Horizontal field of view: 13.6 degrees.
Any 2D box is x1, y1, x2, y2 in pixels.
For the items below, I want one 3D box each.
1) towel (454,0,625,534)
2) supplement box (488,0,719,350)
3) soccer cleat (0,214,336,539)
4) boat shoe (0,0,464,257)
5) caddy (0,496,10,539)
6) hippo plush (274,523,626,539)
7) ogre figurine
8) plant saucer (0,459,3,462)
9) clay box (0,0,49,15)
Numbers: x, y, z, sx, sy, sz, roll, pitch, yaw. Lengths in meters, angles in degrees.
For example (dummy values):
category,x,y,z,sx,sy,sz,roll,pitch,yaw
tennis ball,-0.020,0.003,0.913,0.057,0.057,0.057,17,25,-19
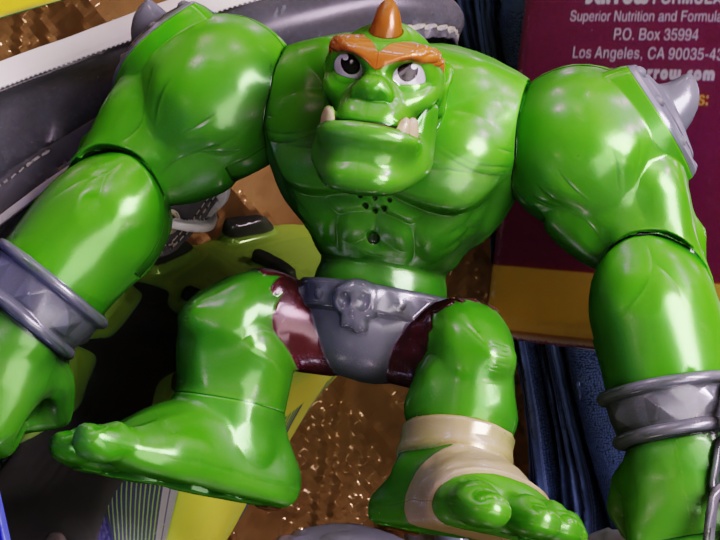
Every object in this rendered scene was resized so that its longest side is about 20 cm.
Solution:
category,x,y,z,sx,sy,sz,roll,pitch,yaw
towel,0.082,-0.021,0.866,0.111,0.048,0.201,-26,111,-38
supplement box,0.119,-0.071,0.790,0.131,0.103,0.201,10,86,-46
soccer cleat,-0.061,0.063,0.790,0.200,0.065,0.084,-50,149,-37
boat shoe,-0.062,-0.030,0.787,0.199,0.072,0.068,-21,82,-12
caddy,-0.155,0.056,0.682,0.141,0.105,0.201,-15,72,5
hippo plush,0.046,0.111,0.816,0.200,0.161,0.160,7,112,-43
ogre figurine,0.000,0.000,0.723,0.098,0.199,0.120,26,71,-60
plant saucer,-0.104,0.072,0.789,0.200,0.019,0.070,-44,117,-34
clay box,-0.060,-0.137,0.777,0.199,0.048,0.115,-19,108,-18
